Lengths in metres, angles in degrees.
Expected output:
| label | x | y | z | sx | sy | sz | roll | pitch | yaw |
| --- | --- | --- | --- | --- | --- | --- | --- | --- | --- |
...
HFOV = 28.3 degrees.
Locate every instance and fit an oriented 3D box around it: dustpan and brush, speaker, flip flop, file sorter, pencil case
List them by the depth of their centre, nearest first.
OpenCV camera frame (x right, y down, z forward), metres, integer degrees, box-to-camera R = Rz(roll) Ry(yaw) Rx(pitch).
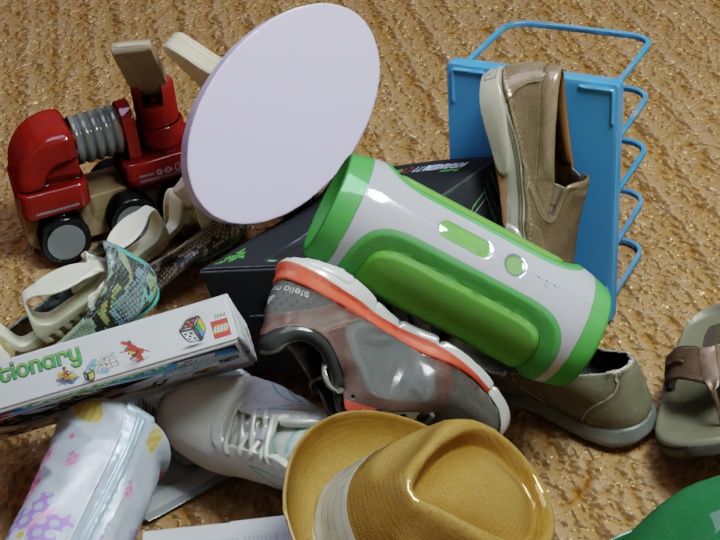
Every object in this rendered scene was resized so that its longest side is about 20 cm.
| label | x | y | z | sx | sy | sz | roll | pitch | yaw |
| --- | --- | --- | --- | --- | --- | --- | --- | --- | --- |
| pencil case | -0.183 | 0.173 | 0.891 | 0.082 | 0.091 | 0.201 | 22 | 41 | -4 |
| speaker | 0.064 | 0.001 | 0.951 | 0.198 | 0.089 | 0.089 | 27 | 33 | -9 |
| flip flop | 0.247 | 0.069 | 1.010 | 0.080 | 0.058 | 0.201 | -11 | 25 | 23 |
| dustpan and brush | -0.160 | 0.086 | 1.065 | 0.138 | 0.058 | 0.199 | -27 | 38 | -29 |
| file sorter | 0.157 | -0.087 | 1.157 | 0.137 | 0.203 | 0.123 | 11 | 33 | 24 |

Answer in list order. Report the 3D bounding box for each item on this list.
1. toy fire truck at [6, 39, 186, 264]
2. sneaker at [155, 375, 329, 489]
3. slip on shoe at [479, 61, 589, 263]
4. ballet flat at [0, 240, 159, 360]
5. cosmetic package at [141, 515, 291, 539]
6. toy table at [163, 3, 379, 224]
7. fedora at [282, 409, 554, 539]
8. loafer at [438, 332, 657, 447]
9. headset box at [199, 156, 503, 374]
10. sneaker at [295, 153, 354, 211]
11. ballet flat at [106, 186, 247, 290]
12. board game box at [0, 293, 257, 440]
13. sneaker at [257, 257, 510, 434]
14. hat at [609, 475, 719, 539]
| label | x | y | z | sx | sy | sz | roll | pitch | yaw |
| --- | --- | --- | --- | --- | --- | --- | --- | --- | --- |
| toy fire truck | -0.226 | -0.121 | 1.263 | 0.174 | 0.202 | 0.129 | -16 | 33 | -16 |
| sneaker | -0.050 | 0.112 | 0.957 | 0.197 | 0.080 | 0.071 | 14 | 81 | 16 |
| slip on shoe | 0.140 | -0.055 | 1.058 | 0.060 | 0.203 | 0.076 | -8 | 11 | 24 |
| ballet flat | -0.244 | 0.046 | 1.062 | 0.199 | 0.074 | 0.074 | -38 | 36 | 2 |
| cosmetic package | -0.055 | 0.229 | 0.838 | 0.148 | 0.052 | 0.201 | -8 | 33 | -1 |
| toy table | -0.081 | -0.128 | 1.176 | 0.199 | 0.185 | 0.117 | -40 | 16 | -16 |
| fedora | 0.051 | 0.146 | 0.839 | 0.199 | 0.082 | 0.202 | 26 | 38 | -23 |
| loafer | 0.128 | 0.061 | 1.050 | 0.198 | 0.071 | 0.075 | 18 | 39 | 31 |
| headset box | 0.000 | 0.000 | 1.096 | 0.199 | 0.094 | 0.173 | -34 | 20 | -35 |
| sneaker | -0.051 | -0.097 | 1.321 | 0.198 | 0.075 | 0.082 | 17 | 33 | 26 |
| ballet flat | -0.168 | -0.026 | 1.224 | 0.067 | 0.076 | 0.200 | 12 | 36 | 34 |
| board game box | -0.173 | 0.069 | 0.972 | 0.197 | 0.035 | 0.126 | -16 | -11 | -2 |
| sneaker | 0.010 | 0.074 | 0.944 | 0.077 | 0.199 | 0.083 | -17 | 43 | 60 |
| hat | 0.204 | 0.137 | 0.821 | 0.198 | 0.178 | 0.166 | -19 | 35 | -20 |
